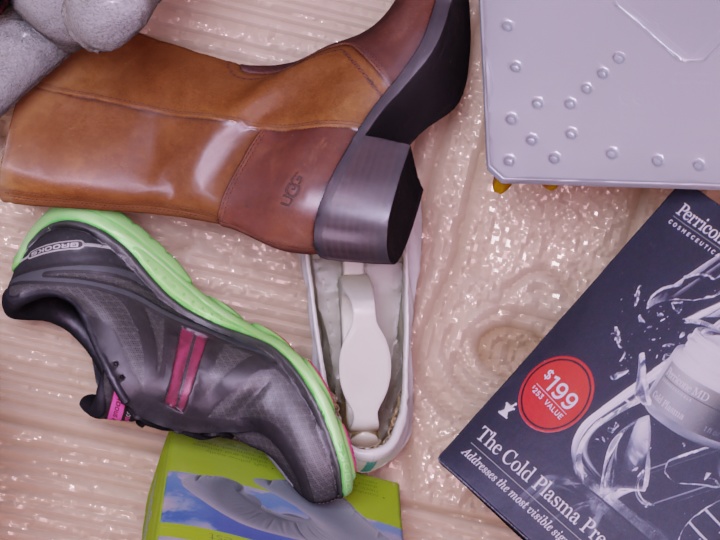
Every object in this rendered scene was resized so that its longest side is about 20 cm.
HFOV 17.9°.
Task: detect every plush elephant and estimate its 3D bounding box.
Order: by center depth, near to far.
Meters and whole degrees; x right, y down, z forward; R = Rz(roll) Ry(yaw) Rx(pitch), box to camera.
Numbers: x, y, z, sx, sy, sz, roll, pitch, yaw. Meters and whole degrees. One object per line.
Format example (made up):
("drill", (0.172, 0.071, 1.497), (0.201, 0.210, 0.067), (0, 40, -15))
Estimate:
("plush elephant", (-0.150, -0.182, 1.041), (0.155, 0.164, 0.200), (51, 49, -15))

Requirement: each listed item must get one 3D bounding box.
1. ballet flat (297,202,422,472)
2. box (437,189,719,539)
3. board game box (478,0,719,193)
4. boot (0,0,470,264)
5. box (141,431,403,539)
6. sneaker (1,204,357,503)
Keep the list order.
("ballet flat", (0.000, 0.000, 1.115), (0.069, 0.069, 0.201), (-4, 93, -6))
("box", (0.174, 0.092, 1.066), (0.182, 0.200, 0.104), (-48, 140, -3))
("board game box", (0.154, -0.126, 1.106), (0.199, 0.026, 0.201), (2, 66, -6))
("boot", (-0.055, -0.094, 1.101), (0.199, 0.069, 0.189), (11, 66, 16))
("box", (-0.041, 0.141, 1.048), (0.121, 0.200, 0.048), (15, 108, -7))
("sneaker", (-0.087, 0.052, 1.090), (0.200, 0.077, 0.084), (37, 69, 11))
